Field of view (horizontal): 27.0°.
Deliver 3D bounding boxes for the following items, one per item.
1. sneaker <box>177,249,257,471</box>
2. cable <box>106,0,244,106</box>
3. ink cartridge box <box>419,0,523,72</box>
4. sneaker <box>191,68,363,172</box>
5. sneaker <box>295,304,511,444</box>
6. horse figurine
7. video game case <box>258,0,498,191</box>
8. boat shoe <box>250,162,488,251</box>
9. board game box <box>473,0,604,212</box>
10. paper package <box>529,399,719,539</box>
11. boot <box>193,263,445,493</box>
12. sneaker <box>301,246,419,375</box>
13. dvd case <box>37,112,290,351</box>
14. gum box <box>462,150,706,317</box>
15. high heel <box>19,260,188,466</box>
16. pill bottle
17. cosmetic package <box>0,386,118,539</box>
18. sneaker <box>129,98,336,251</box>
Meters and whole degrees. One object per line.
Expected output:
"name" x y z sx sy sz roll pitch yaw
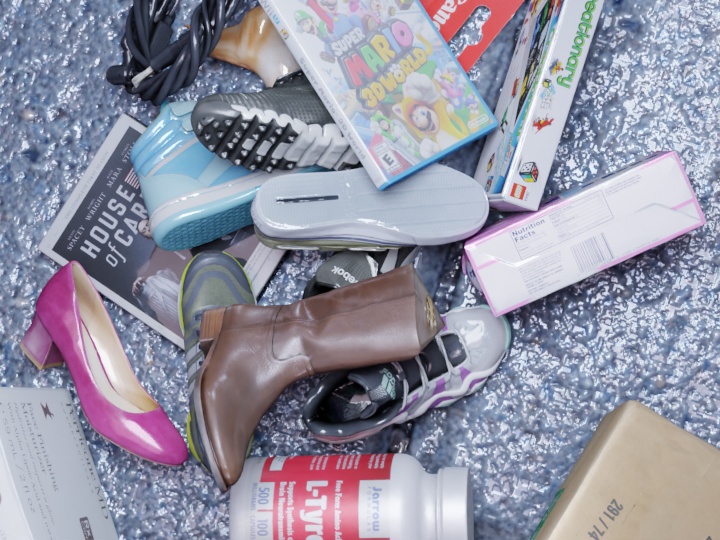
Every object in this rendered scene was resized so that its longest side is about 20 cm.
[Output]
"sneaker" -0.118 0.082 1.298 0.073 0.081 0.202 -6 97 -8
"cable" -0.151 -0.241 1.317 0.051 0.163 0.201 34 82 -29
"ink cartridge box" 0.033 -0.261 1.318 0.199 0.050 0.161 35 75 12
"sneaker" -0.054 -0.132 1.249 0.199 0.066 0.091 4 57 -32
"sneaker" 0.036 0.092 1.264 0.199 0.140 0.078 -32 82 5
"horse figurine" -0.053 -0.190 1.344 0.132 0.050 0.200 -38 79 -4
"video game case" 0.014 -0.178 1.246 0.143 0.018 0.201 -30 85 -37
"boat shoe" 0.006 -0.051 1.254 0.198 0.062 0.073 1 71 -8
"board game box" 0.148 -0.149 1.272 0.034 0.126 0.201 18 89 -10
"paper package" 0.240 0.236 1.222 0.190 0.104 0.201 31 75 10
"boot" -0.029 0.080 1.191 0.198 0.064 0.187 -10 49 5
"sneaker" 0.000 0.000 1.302 0.066 0.090 0.201 29 90 8
"dvd case" -0.174 -0.028 1.362 0.199 0.025 0.151 33 91 8
"gum box" 0.179 -0.031 1.262 0.199 0.114 0.067 -24 93 6
"high heel" -0.214 0.084 1.334 0.200 0.067 0.096 41 112 21
"pill bottle" -0.005 0.213 1.276 0.198 0.112 0.113 -3 85 8
"cosmetic package" -0.328 0.202 1.278 0.164 0.200 0.166 -20 83 7
"sneaker" -0.109 -0.108 1.320 0.199 0.080 0.131 -19 67 -21
